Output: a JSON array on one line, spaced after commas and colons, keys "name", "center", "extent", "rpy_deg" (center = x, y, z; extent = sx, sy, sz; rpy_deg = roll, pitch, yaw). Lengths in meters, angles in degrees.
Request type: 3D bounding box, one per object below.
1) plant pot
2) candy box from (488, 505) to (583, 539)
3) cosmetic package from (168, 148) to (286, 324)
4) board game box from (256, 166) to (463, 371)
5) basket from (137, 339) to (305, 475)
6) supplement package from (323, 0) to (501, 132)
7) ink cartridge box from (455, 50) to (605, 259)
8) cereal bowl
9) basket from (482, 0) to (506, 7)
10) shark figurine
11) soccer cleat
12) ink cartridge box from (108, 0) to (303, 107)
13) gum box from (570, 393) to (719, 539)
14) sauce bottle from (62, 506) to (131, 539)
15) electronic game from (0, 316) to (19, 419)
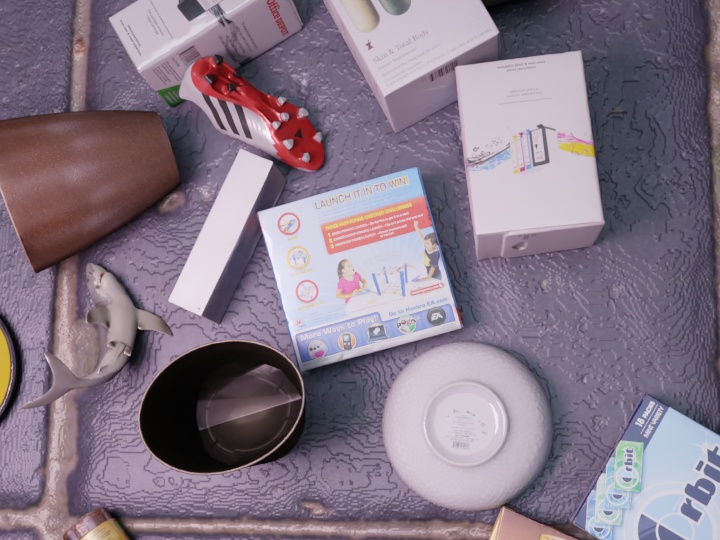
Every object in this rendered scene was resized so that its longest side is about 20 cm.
[{"name": "plant pot", "center": [-0.326, -0.117, 1.396], "extent": [0.200, 0.187, 0.187], "rpy_deg": [-20, 78, -12]}, {"name": "candy box", "center": [0.174, 0.378, 1.298], "extent": [0.117, 0.056, 0.200], "rpy_deg": [22, 82, 11]}, {"name": "cosmetic package", "center": [-0.159, -0.039, 1.397], "extent": [0.051, 0.083, 0.200], "rpy_deg": [24, 83, 10]}, {"name": "board game box", "center": [0.000, 0.000, 1.371], "extent": [0.200, 0.056, 0.196], "rpy_deg": [-15, 86, 4]}, {"name": "basket", "center": [-0.134, 0.159, 1.299], "extent": [0.180, 0.200, 0.136], "rpy_deg": [-18, 78, 3]}, {"name": "supplement package", "center": [0.054, -0.301, 1.380], "extent": [0.152, 0.151, 0.200], "rpy_deg": [-28, 78, 2]}, {"name": "ink cartridge box", "center": [0.192, -0.127, 1.335], "extent": [0.145, 0.147, 0.200], "rpy_deg": [-6, 80, 6]}, {"name": "cereal bowl", "center": [0.121, 0.176, 1.326], "extent": [0.200, 0.083, 0.200], "rpy_deg": [-1, 80, 6]}, {"name": "basket", "center": [0.209, -0.409, 1.386], "extent": [0.200, 0.136, 0.180], "rpy_deg": [-25, 78, 6]}, {"name": "shark figurine", "center": [-0.312, 0.101, 1.384], "extent": [0.128, 0.215, 0.090], "rpy_deg": [34, 127, -17]}, {"name": "soccer cleat", "center": [-0.132, -0.184, 1.417], "extent": [0.200, 0.085, 0.069], "rpy_deg": [34, 58, -19]}, {"name": "ink cartridge box", "center": [-0.183, -0.300, 1.413], "extent": [0.200, 0.147, 0.083], "rpy_deg": [-31, 78, 0]}, {"name": "gum box", "center": [0.365, 0.262, 1.300], "extent": [0.200, 0.045, 0.170], "rpy_deg": [30, 85, 10]}, {"name": "sauce bottle", "center": [-0.265, 0.370, 1.349], "extent": [0.065, 0.065, 0.200], "rpy_deg": [-39, 79, -1]}, {"name": "electronic game", "center": [-0.519, 0.125, 1.433], "extent": [0.200, 0.042, 0.200], "rpy_deg": [-1, 81, 6]}]
